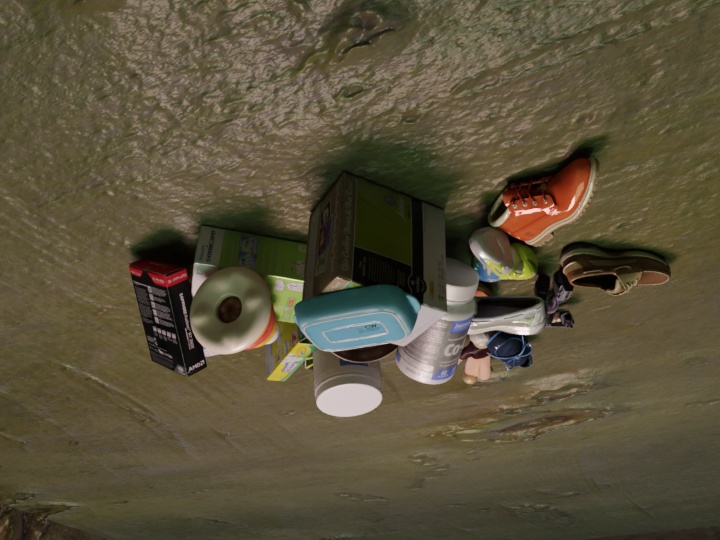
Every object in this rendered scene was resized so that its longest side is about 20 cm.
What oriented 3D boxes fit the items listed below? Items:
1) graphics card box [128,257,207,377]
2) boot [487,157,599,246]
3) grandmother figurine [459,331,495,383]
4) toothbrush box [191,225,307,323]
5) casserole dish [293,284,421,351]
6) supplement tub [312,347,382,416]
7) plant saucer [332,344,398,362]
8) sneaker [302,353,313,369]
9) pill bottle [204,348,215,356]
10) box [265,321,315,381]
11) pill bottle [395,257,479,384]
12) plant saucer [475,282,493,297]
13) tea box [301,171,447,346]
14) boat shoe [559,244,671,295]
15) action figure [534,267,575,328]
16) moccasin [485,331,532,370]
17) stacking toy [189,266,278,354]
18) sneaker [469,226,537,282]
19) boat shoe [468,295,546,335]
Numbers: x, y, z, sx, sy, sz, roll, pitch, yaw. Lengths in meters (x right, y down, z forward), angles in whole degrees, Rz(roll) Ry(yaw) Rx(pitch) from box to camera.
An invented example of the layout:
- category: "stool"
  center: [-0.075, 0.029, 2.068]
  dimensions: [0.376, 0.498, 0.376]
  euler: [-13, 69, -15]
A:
- category: "graphics card box"
  center: [-0.350, 0.084, 1.317]
  dimensions: [0.125, 0.051, 0.202]
  euler: [11, 116, 41]
- category: "boot"
  center: [0.279, -0.112, 1.115]
  dimensions: [0.106, 0.076, 0.200]
  euler: [19, 144, -15]
- category: "grandmother figurine"
  center: [0.256, 0.171, 1.531]
  dimensions: [0.121, 0.061, 0.201]
  euler: [-30, 149, -11]
- category: "toothbrush box"
  center: [-0.198, 0.010, 1.301]
  dimensions: [0.198, 0.087, 0.146]
  euler: [8, 145, -10]
- category: "casserole dish"
  center: [-0.007, 0.077, 1.076]
  dimensions: [0.198, 0.039, 0.121]
  euler: [-12, 143, 18]
- category: "supplement tub"
  center: [-0.029, 0.164, 1.404]
  dimensions: [0.130, 0.201, 0.133]
  euler: [-5, 142, -4]
- category: "plant saucer"
  center: [0.005, 0.066, 1.318]
  dimensions: [0.198, 0.203, 0.034]
  euler: [13, -177, -15]
- category: "sneaker"
  center: [-0.070, 0.171, 1.554]
  dimensions: [0.076, 0.076, 0.200]
  euler: [-49, 147, 8]
- category: "pill bottle"
  center: [-0.298, 0.112, 1.431]
  dimensions: [0.198, 0.113, 0.112]
  euler: [-13, 143, 20]
- category: "box"
  center: [-0.135, 0.126, 1.438]
  dimensions: [0.048, 0.118, 0.200]
  euler: [9, 146, -24]
- category: "pill bottle"
  center: [0.135, 0.086, 1.258]
  dimensions: [0.112, 0.114, 0.202]
  euler: [8, 120, -9]
- category: "plant saucer"
  center: [0.162, 0.063, 1.403]
  dimensions: [0.198, 0.038, 0.201]
  euler: [1, 146, 0]
- category: "tea box"
  center: [0.023, -0.015, 1.151]
  dimensions: [0.195, 0.202, 0.134]
  euler: [20, 143, -22]
- category: "boat shoe"
  center: [0.449, 0.010, 1.277]
  dimensions: [0.198, 0.074, 0.076]
  euler: [6, 146, -6]
- category: "action figure"
  center: [0.349, 0.074, 1.384]
  dimensions: [0.129, 0.070, 0.201]
  euler: [-4, 149, 0]
- category: "moccasin"
  center: [0.314, 0.157, 1.455]
  dimensions: [0.080, 0.068, 0.199]
  euler: [-41, 155, 18]
- category: "stacking toy"
  center: [-0.189, 0.090, 1.253]
  dimensions: [0.145, 0.148, 0.200]
  euler: [-9, 159, 15]
- category: "sneaker"
  center: [0.218, -0.015, 1.233]
  dimensions: [0.104, 0.077, 0.199]
  euler: [-18, 155, 36]
- category: "boat shoe"
  center: [0.234, 0.072, 1.312]
  dimensions: [0.200, 0.075, 0.065]
  euler: [4, 132, 22]
